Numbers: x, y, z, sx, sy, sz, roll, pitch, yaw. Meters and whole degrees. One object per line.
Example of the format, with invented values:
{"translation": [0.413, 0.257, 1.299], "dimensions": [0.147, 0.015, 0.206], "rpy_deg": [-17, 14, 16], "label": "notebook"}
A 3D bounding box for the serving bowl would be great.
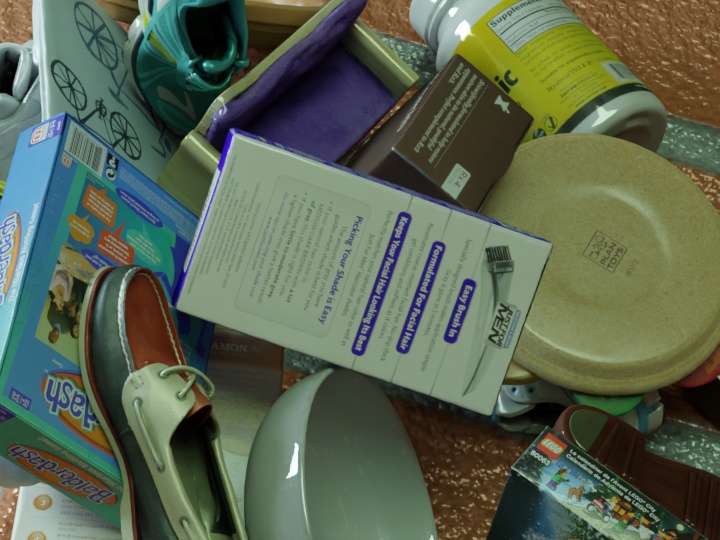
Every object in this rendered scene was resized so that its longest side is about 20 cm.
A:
{"translation": [-0.018, 0.160, 1.121], "dimensions": [0.066, 0.200, 0.201], "rpy_deg": [-15, 48, 21], "label": "serving bowl"}

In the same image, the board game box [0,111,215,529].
{"translation": [-0.154, 0.031, 1.111], "dimensions": [0.045, 0.152, 0.201], "rpy_deg": [-20, 46, 34], "label": "board game box"}

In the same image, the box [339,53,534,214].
{"translation": [0.020, -0.046, 1.256], "dimensions": [0.075, 0.200, 0.100], "rpy_deg": [40, 52, -9], "label": "box"}

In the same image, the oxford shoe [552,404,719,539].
{"translation": [0.192, 0.165, 1.215], "dimensions": [0.200, 0.075, 0.071], "rpy_deg": [37, 37, -4], "label": "oxford shoe"}

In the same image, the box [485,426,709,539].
{"translation": [0.133, 0.192, 1.092], "dimensions": [0.136, 0.200, 0.038], "rpy_deg": [36, 56, 18], "label": "box"}

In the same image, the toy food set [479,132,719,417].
{"translation": [0.156, 0.000, 1.253], "dimensions": [0.197, 0.049, 0.201], "rpy_deg": [17, 61, -1], "label": "toy food set"}

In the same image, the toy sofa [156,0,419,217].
{"translation": [-0.041, -0.107, 1.316], "dimensions": [0.083, 0.098, 0.200], "rpy_deg": [44, 48, -1], "label": "toy sofa"}

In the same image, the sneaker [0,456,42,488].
{"translation": [-0.203, 0.048, 1.156], "dimensions": [0.080, 0.077, 0.201], "rpy_deg": [-6, 46, 20], "label": "sneaker"}

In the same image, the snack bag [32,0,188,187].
{"translation": [-0.165, -0.096, 1.297], "dimensions": [0.021, 0.189, 0.201], "rpy_deg": [-24, 51, 18], "label": "snack bag"}

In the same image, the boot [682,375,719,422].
{"translation": [0.256, 0.001, 1.347], "dimensions": [0.154, 0.074, 0.200], "rpy_deg": [-29, 74, -27], "label": "boot"}

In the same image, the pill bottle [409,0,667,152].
{"translation": [0.126, -0.146, 1.414], "dimensions": [0.111, 0.112, 0.200], "rpy_deg": [-25, 59, -25], "label": "pill bottle"}

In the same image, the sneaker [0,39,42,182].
{"translation": [-0.224, -0.138, 1.345], "dimensions": [0.075, 0.115, 0.200], "rpy_deg": [19, 52, 10], "label": "sneaker"}

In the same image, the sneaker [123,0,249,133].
{"translation": [-0.111, -0.149, 1.263], "dimensions": [0.077, 0.200, 0.080], "rpy_deg": [-20, 63, -16], "label": "sneaker"}

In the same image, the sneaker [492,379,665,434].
{"translation": [0.105, 0.058, 1.278], "dimensions": [0.200, 0.075, 0.087], "rpy_deg": [39, 62, 21], "label": "sneaker"}

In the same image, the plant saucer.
{"translation": [-0.123, -0.199, 1.406], "dimensions": [0.199, 0.038, 0.200], "rpy_deg": [10, 14, -3], "label": "plant saucer"}

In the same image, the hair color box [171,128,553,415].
{"translation": [0.000, 0.000, 1.120], "dimensions": [0.199, 0.065, 0.110], "rpy_deg": [19, 95, -7], "label": "hair color box"}

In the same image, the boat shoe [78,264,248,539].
{"translation": [-0.105, 0.089, 1.056], "dimensions": [0.071, 0.062, 0.201], "rpy_deg": [4, 70, -53], "label": "boat shoe"}

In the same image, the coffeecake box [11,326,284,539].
{"translation": [-0.129, 0.131, 1.178], "dimensions": [0.153, 0.073, 0.201], "rpy_deg": [5, 52, -3], "label": "coffeecake box"}

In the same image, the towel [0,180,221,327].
{"translation": [-0.157, 0.008, 1.263], "dimensions": [0.199, 0.086, 0.018], "rpy_deg": [25, 55, 11], "label": "towel"}
